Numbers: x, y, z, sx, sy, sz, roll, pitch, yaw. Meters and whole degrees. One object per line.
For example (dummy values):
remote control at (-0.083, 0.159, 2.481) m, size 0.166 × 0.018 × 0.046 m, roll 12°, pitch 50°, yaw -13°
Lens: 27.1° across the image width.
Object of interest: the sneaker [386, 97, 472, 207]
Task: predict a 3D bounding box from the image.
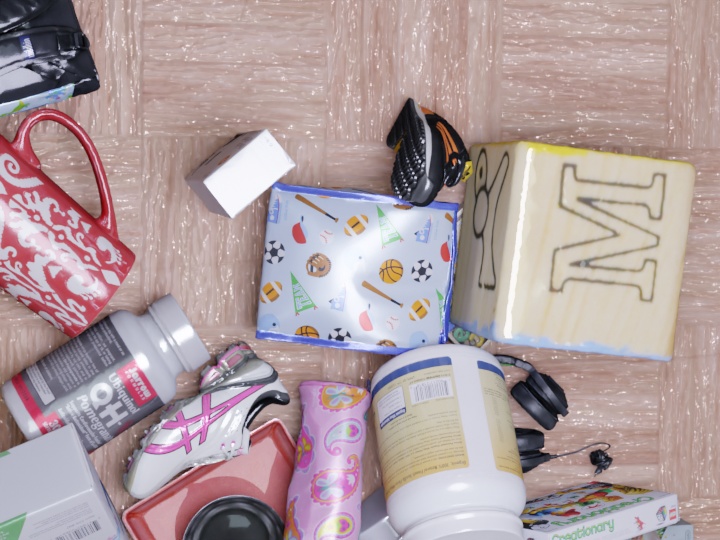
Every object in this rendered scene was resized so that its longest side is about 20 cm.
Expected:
sneaker at (0.083, -0.115, 1.557) m, size 0.089 × 0.201 × 0.070 m, roll 24°, pitch 113°, yaw -14°

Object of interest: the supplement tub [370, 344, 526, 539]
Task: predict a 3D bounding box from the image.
supplement tub at (0.091, 0.192, 1.529) m, size 0.143 × 0.145 × 0.202 m, roll -1°, pitch 60°, yaw -11°

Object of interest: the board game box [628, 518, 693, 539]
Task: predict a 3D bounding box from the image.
board game box at (0.272, 0.357, 1.688) m, size 0.198 × 0.064 × 0.149 m, roll -1°, pitch 93°, yaw -11°

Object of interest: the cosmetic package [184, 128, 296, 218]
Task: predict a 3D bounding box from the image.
cosmetic package at (-0.125, -0.099, 1.509) m, size 0.082 × 0.200 × 0.051 m, roll -42°, pitch 101°, yaw -7°

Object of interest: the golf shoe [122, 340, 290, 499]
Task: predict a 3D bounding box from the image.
golf shoe at (-0.161, 0.169, 1.559) m, size 0.092 × 0.073 × 0.200 m, roll 41°, pitch 75°, yaw 12°

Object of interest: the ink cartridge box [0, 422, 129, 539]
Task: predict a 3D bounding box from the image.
ink cartridge box at (-0.317, 0.260, 1.493) m, size 0.144 × 0.201 × 0.088 m, roll -23°, pitch 53°, yaw -8°

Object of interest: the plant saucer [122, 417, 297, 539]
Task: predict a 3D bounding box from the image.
plant saucer at (-0.126, 0.291, 1.616) m, size 0.199 × 0.037 × 0.201 m, roll -31°, pitch 98°, yaw -8°

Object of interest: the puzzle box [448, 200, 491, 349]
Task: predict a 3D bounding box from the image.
puzzle box at (0.146, -0.016, 1.659) m, size 0.200 × 0.025 × 0.133 m, roll -45°, pitch 100°, yaw -6°

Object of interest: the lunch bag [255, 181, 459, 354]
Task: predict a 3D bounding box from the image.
lunch bag at (0.000, 0.000, 1.574) m, size 0.198 × 0.124 × 0.172 m, roll 5°, pitch 93°, yaw 5°

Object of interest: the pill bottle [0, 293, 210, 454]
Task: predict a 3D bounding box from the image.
pill bottle at (-0.258, 0.110, 1.540) m, size 0.199 × 0.111 × 0.111 m, roll -33°, pitch 99°, yaw -8°

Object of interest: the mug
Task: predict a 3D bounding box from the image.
mug at (-0.322, -0.048, 1.500) m, size 0.200 × 0.134 × 0.177 m, roll 40°, pitch 116°, yaw -15°

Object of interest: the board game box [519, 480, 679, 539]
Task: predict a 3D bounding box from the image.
board game box at (0.229, 0.267, 1.603) m, size 0.199 × 0.126 × 0.035 m, roll -8°, pitch 95°, yaw -38°

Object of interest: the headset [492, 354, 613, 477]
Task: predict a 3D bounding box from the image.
headset at (0.188, 0.171, 1.668) m, size 0.199 × 0.094 × 0.124 m, roll 25°, pitch 93°, yaw 3°

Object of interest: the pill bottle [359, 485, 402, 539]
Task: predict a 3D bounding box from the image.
pill bottle at (0.079, 0.329, 1.620) m, size 0.114 × 0.114 × 0.200 m, roll -41°, pitch 100°, yaw -7°

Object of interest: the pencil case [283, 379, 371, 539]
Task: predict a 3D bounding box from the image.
pencil case at (-0.033, 0.215, 1.572) m, size 0.087 × 0.087 × 0.202 m, roll 9°, pitch 72°, yaw -12°

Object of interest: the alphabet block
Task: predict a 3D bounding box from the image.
alphabet block at (0.216, -0.024, 1.563) m, size 0.194 × 0.195 × 0.202 m, roll 6°, pitch 93°, yaw -13°

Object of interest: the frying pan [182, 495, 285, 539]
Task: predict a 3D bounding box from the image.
frying pan at (-0.141, 0.329, 1.581) m, size 0.114 × 0.031 × 0.192 m, roll 13°, pitch 94°, yaw -12°

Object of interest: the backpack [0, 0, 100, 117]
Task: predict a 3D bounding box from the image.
backpack at (-0.388, -0.216, 1.489) m, size 0.199 × 0.153 × 0.164 m, roll -29°, pitch 101°, yaw -30°
